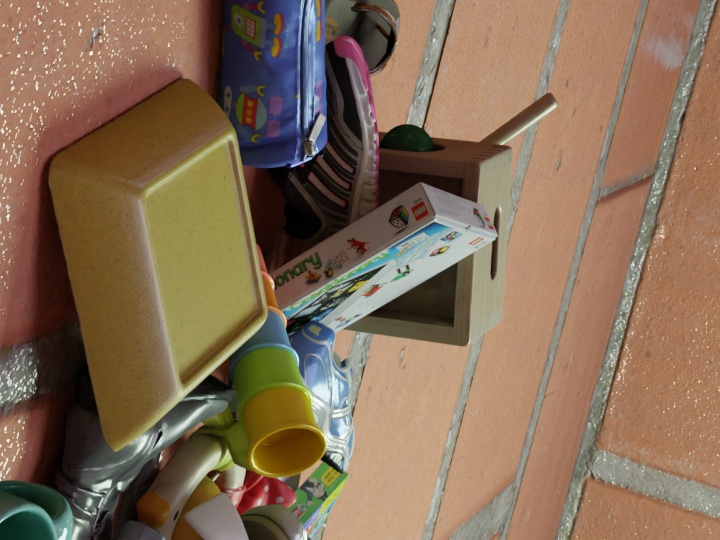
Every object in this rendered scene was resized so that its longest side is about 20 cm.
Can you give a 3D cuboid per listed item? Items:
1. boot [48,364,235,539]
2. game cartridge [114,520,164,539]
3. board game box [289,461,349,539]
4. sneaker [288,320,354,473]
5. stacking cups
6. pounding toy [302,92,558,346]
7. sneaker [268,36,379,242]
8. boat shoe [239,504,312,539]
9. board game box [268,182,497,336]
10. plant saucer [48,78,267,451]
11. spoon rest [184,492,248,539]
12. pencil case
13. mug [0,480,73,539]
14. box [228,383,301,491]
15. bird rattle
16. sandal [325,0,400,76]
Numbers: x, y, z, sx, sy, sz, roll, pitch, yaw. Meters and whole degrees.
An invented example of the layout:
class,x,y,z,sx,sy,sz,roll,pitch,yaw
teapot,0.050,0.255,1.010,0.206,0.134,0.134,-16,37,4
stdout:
class,x,y,z,sx,sy,sz,roll,pitch,yaw
boot,-0.168,0.130,1.407,0.200,0.069,0.133,0,113,-65
game cartridge,-0.189,0.268,1.425,0.134,0.040,0.201,-56,172,-38
board game box,-0.088,0.268,1.752,0.200,0.029,0.135,-43,164,-52
sneaker,-0.031,0.109,1.647,0.077,0.075,0.200,-54,160,-14
stacking cups,-0.074,0.054,1.458,0.061,0.060,0.201,86,-10,-51
pounding toy,0.060,-0.054,1.705,0.142,0.182,0.202,-29,124,-67
sneaker,-0.031,-0.095,1.562,0.074,0.086,0.201,-96,-176,-46
boat shoe,-0.070,0.226,1.549,0.068,0.075,0.200,-34,166,-28
board game box,0.000,0.000,1.587,0.126,0.199,0.035,15,48,-63
plant saucer,-0.122,-0.009,1.318,0.200,0.048,0.202,-44,128,-59
spoon rest,-0.122,0.256,1.501,0.099,0.061,0.201,-28,150,-37
pencil case,-0.059,-0.164,1.411,0.078,0.087,0.202,-28,136,-37
mug,-0.247,0.183,1.089,0.185,0.113,0.153,30,78,-74
box,-0.081,0.140,1.724,0.144,0.036,0.202,-36,139,-64
bird rattle,-0.129,0.174,1.562,0.163,0.112,0.201,-46,164,-35
sandal,0.000,-0.195,1.622,0.200,0.054,0.083,3,104,-73
